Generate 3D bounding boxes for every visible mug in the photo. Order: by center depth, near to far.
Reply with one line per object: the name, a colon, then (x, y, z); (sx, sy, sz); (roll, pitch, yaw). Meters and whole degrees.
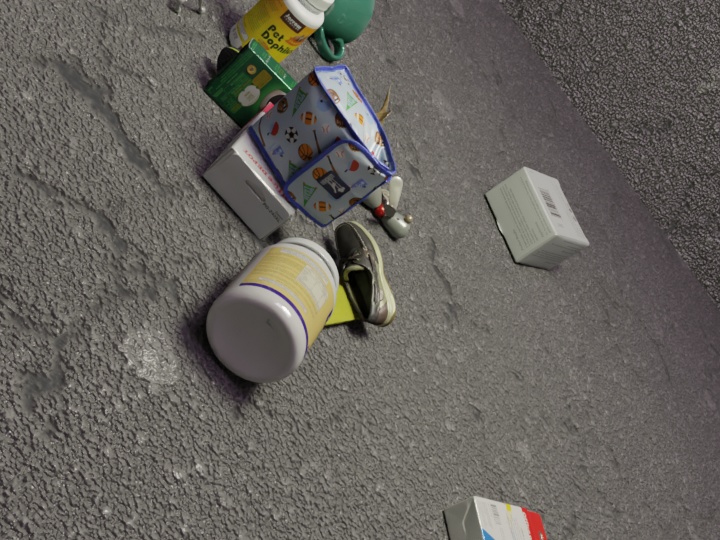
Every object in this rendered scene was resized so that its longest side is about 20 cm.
mug: (-0.057, -0.566, 2.030); (0.114, 0.152, 0.187); (14, 50, -46)

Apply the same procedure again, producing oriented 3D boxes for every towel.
towel: (-0.039, 0.051, 1.596); (0.199, 0.018, 0.087); (-7, 62, -57)

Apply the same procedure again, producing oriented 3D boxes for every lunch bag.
lunch bag: (-0.054, -0.191, 1.482); (0.201, 0.169, 0.123); (59, 33, 4)

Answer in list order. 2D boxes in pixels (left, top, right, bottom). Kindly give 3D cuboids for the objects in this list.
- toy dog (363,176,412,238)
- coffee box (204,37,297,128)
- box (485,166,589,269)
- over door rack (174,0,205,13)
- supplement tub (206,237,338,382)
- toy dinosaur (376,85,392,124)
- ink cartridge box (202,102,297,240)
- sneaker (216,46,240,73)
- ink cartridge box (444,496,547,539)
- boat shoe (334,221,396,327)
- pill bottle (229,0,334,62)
toy dog: (0.040, -0.162, 1.835); (0.199, 0.096, 0.133); (34, 37, -34)
coffee box: (-0.158, -0.287, 1.643); (0.200, 0.123, 0.044); (43, 29, -20)
box: (0.440, -0.126, 2.356); (0.199, 0.130, 0.201); (9, 54, -53)
over door rack: (-0.295, -0.555, 1.736); (0.199, 0.066, 0.149); (-30, 87, -40)
supplement tub: (-0.118, 0.050, 1.348); (0.146, 0.145, 0.200); (50, 31, -10)
toy dinosaur: (0.029, -0.305, 1.953); (0.058, 0.101, 0.201); (47, 31, -14)
ink cartridge box: (-0.156, -0.166, 1.563); (0.145, 0.083, 0.201); (48, 31, -15)
sneaker: (-0.183, -0.321, 1.701); (0.200, 0.073, 0.081); (50, 23, -25)
ink cartridge box: (0.232, 0.449, 1.554); (0.199, 0.067, 0.117); (25, 42, -42)
boat shoe: (-0.001, 0.001, 1.615); (0.066, 0.071, 0.203); (11, 53, -55)
pill bottle: (-0.143, -0.465, 1.754); (0.109, 0.199, 0.110); (35, 35, -30)
